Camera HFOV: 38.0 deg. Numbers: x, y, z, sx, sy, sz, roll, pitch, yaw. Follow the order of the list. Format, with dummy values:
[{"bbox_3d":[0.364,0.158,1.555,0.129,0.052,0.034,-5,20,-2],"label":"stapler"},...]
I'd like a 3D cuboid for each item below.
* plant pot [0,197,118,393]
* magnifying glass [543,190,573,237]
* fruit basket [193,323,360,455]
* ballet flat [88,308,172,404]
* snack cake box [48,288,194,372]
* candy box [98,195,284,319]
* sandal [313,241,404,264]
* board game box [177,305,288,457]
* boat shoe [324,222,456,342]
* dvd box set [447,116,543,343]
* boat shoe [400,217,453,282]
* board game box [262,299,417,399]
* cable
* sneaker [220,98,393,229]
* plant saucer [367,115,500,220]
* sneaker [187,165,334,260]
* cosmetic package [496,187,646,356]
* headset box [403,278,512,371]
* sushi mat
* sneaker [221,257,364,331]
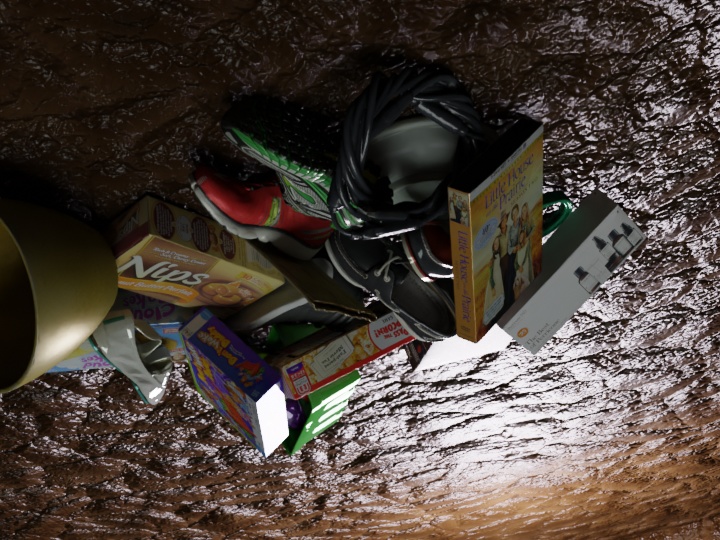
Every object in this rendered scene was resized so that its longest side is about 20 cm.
[{"bbox_3d":[-0.341,0.014,1.099,0.200,0.201,0.142,-34,168,38],"label":"plant pot"},{"bbox_3d":[0.179,-0.066,1.199,0.080,0.022,0.199,-45,154,27],"label":"magnifying glass"},{"bbox_3d":[-0.124,0.166,1.470,0.214,0.156,0.216,-23,157,-10],"label":"fruit basket"},{"bbox_3d":[-0.262,0.105,1.257,0.069,0.070,0.200,-12,150,5],"label":"ballet flat"},{"bbox_3d":[-0.306,0.068,1.304,0.198,0.068,0.115,-4,150,-9],"label":"snack cake box"},{"bbox_3d":[-0.198,-0.010,1.205,0.115,0.056,0.199,-30,144,34],"label":"candy box"},{"bbox_3d":[-0.001,0.000,1.294,0.199,0.043,0.076,1,150,-18],"label":"sandal"},{"bbox_3d":[-0.155,0.143,1.307,0.045,0.134,0.200,-43,160,-21],"label":"board game box"},{"bbox_3d":[0.040,0.010,1.217,0.200,0.074,0.060,48,160,-17],"label":"boat shoe"},{"bbox_3d":[0.147,-0.041,1.106,0.029,0.146,0.201,22,137,31],"label":"dvd box set"},{"bbox_3d":[0.107,-0.024,1.144,0.062,0.072,0.200,-18,164,26],"label":"boat shoe"},{"bbox_3d":[-0.023,0.094,1.317,0.199,0.047,0.151,-26,-175,-16],"label":"board game box"},{"bbox_3d":[0.049,-0.117,1.021,0.199,0.164,0.051,-14,-156,-38],"label":"cable"},{"bbox_3d":[-0.061,-0.096,1.041,0.085,0.078,0.200,-34,129,32],"label":"sneaker"},{"bbox_3d":[0.067,-0.091,1.144,0.199,0.051,0.200,-7,152,-4],"label":"plant saucer"},{"bbox_3d":[-0.098,-0.080,1.115,0.085,0.077,0.199,-46,142,20],"label":"sneaker"},{"bbox_3d":[0.247,0.004,1.261,0.200,0.051,0.082,-48,129,7],"label":"cosmetic package"},{"bbox_3d":[0.147,0.043,1.354,0.148,0.075,0.200,-11,153,-23],"label":"headset box"},{"bbox_3d":[-0.066,0.000,1.146,0.095,0.200,0.012,16,106,-41],"label":"sushi mat"},{"bbox_3d":[-0.080,0.047,1.285,0.199,0.071,0.099,-19,143,38],"label":"sneaker"}]
